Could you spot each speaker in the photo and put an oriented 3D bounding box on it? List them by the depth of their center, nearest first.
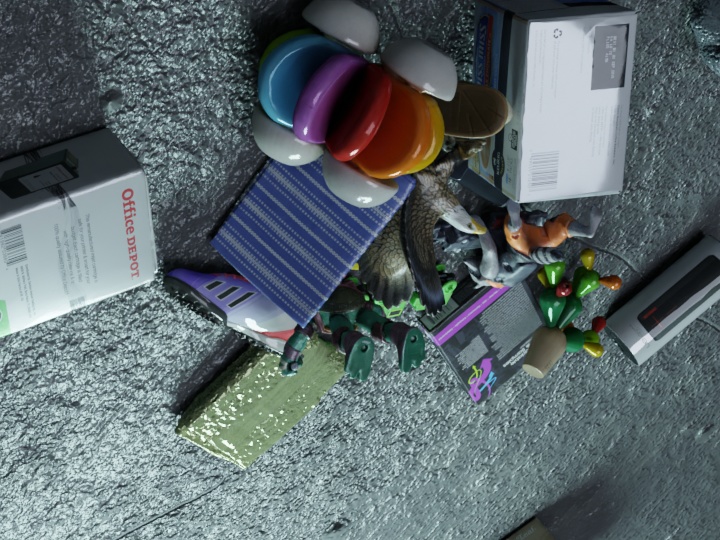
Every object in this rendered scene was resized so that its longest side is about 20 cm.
[{"bbox_3d":[0.437,0.043,2.111,0.200,0.081,0.081,-39,141,-2],"label":"speaker"}]

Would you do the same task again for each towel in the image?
[{"bbox_3d":[-0.051,-0.061,1.578,0.200,0.145,0.024,-52,166,12],"label":"towel"},{"bbox_3d":[-0.115,0.145,1.787,0.200,0.036,0.148,-45,140,4],"label":"towel"}]

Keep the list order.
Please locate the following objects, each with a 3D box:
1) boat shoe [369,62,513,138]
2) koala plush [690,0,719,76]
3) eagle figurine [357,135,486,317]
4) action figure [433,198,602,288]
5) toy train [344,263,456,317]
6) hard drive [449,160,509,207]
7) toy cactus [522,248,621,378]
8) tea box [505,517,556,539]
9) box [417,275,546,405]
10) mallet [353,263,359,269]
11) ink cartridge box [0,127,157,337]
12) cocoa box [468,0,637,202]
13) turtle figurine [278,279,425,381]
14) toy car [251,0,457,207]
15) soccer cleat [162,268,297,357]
[{"bbox_3d":[0.058,-0.174,1.550,0.065,0.200,0.072,-25,123,-73],"label":"boat shoe"},{"bbox_3d":[0.515,-0.292,1.833,0.200,0.184,0.178,-14,125,-58],"label":"koala plush"},{"bbox_3d":[0.064,-0.060,1.624,0.200,0.151,0.152,-60,155,-6],"label":"eagle figurine"},{"bbox_3d":[0.168,-0.025,1.789,0.200,0.105,0.193,-9,164,-23],"label":"action figure"},{"bbox_3d":[0.030,0.031,1.800,0.200,0.042,0.056,-9,141,-34],"label":"toy train"},{"bbox_3d":[0.188,-0.168,1.742,0.200,0.042,0.135,-51,140,11],"label":"hard drive"},{"bbox_3d":[0.270,0.069,1.953,0.165,0.102,0.200,-58,153,-20],"label":"toy cactus"},{"bbox_3d":[0.249,0.531,2.358,0.200,0.134,0.197,-34,140,-9],"label":"tea box"},{"bbox_3d":[0.168,0.078,1.957,0.143,0.036,0.200,-39,139,-5],"label":"box"},{"bbox_3d":[0.000,0.000,1.737,0.200,0.041,0.066,7,123,-39],"label":"mallet"},{"bbox_3d":[-0.305,-0.032,1.432,0.200,0.084,0.146,-21,136,-24],"label":"ink cartridge box"},{"bbox_3d":[0.202,-0.190,1.613,0.133,0.131,0.200,-7,113,-20],"label":"cocoa box"},{"bbox_3d":[-0.026,0.060,1.620,0.150,0.200,0.101,-27,117,-24],"label":"turtle figurine"},{"bbox_3d":[-0.016,-0.162,1.457,0.175,0.200,0.150,-60,174,15],"label":"toy car"},{"bbox_3d":[-0.135,0.031,1.651,0.200,0.068,0.073,32,80,-42],"label":"soccer cleat"}]
